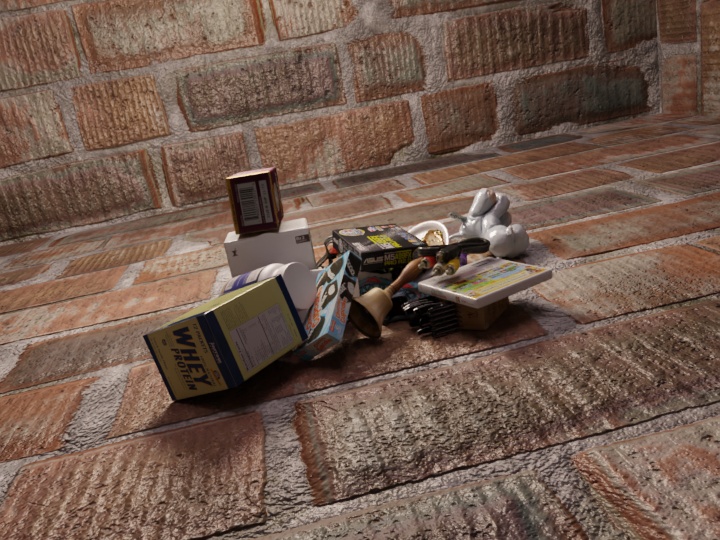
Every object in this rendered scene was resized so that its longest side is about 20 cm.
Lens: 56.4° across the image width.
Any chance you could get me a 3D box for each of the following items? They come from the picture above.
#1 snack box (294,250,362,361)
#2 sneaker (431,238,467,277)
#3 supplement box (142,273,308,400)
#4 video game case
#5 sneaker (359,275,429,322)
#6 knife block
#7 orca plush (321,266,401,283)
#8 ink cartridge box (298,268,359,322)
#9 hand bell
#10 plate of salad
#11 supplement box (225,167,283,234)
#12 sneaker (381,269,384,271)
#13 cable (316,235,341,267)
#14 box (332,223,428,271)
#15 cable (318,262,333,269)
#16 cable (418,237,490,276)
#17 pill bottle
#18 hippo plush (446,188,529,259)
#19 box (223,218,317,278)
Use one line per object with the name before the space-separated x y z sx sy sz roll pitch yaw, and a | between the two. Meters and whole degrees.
snack box | -0.062 0.068 1.307 0.116 0.037 0.202 -36 30 44
sneaker | 0.217 0.003 1.529 0.081 0.083 0.200 -50 4 42
supplement box | -0.246 0.122 1.234 0.199 0.136 0.199 -19 8 39
video game case | 0.244 0.021 1.327 0.198 0.023 0.181 -18 18 -29
sneaker | 0.050 0.064 1.427 0.198 0.080 0.095 -2 21 29
knife block | 0.187 0.069 1.351 0.174 0.065 0.200 2 21 33
orca plush | 0.000 0.000 1.514 0.198 0.106 0.071 -15 31 24
ink cartridge box | -0.090 0.056 1.455 0.197 0.118 0.067 -6 0 14
hand bell | 0.066 0.035 1.360 0.200 0.105 0.104 -43 31 -26
plate of salad | 0.120 -0.036 1.557 0.199 0.048 0.202 -33 38 30
supplement box | -0.243 -0.166 1.575 0.102 0.133 0.200 -9 13 -1
sneaker | 0.021 -0.001 1.612 0.076 0.084 0.202 -3 47 5
cable | -0.074 -0.034 1.745 0.096 0.051 0.200 11 -32 -31
box | 0.040 -0.055 1.493 0.158 0.045 0.200 -6 19 -18
cable | -0.040 0.032 1.666 0.096 0.051 0.200 3 25 -18
cable | 0.189 -0.031 1.386 0.096 0.051 0.199 17 21 34
pill bottle | -0.189 0.051 1.368 0.199 0.117 0.115 -16 9 40
hippo plush | 0.339 -0.111 1.683 0.198 0.161 0.161 2 20 -32
box | -0.201 -0.001 1.580 0.196 0.203 0.131 -11 14 -4
